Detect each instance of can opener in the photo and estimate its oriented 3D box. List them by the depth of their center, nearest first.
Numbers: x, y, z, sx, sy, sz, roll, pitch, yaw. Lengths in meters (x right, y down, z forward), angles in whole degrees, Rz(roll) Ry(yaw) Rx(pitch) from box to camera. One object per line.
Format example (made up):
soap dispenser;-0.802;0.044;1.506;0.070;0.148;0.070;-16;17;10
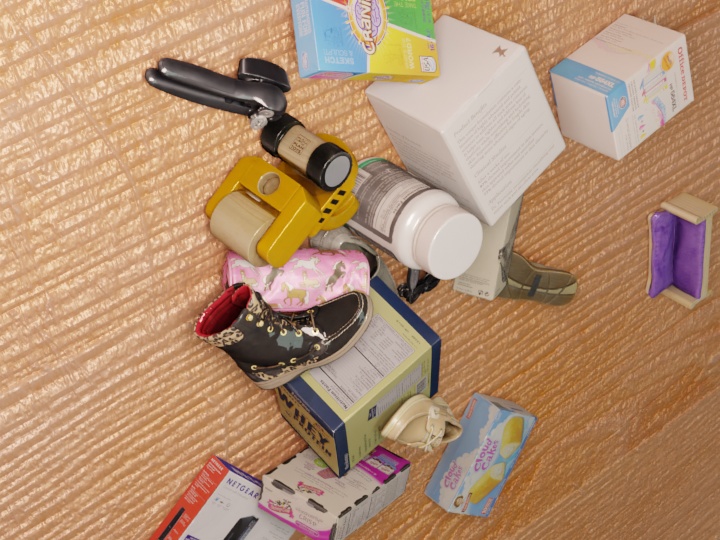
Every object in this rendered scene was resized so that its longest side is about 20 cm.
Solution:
can opener;-0.170;-0.218;1.466;0.199;0.079;0.063;3;151;-39

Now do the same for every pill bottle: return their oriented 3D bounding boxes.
pill bottle;0.065;-0.070;1.643;0.113;0.200;0.114;-21;127;-31

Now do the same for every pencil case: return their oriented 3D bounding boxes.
pencil case;-0.083;0.016;1.605;0.199;0.083;0.087;-2;115;-16

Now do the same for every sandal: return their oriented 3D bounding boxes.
sandal;0.259;0.007;1.956;0.199;0.054;0.081;15;109;-26

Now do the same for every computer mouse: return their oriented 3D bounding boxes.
computer mouse;0.098;-0.049;1.776;0.140;0.046;0.201;-34;145;-58

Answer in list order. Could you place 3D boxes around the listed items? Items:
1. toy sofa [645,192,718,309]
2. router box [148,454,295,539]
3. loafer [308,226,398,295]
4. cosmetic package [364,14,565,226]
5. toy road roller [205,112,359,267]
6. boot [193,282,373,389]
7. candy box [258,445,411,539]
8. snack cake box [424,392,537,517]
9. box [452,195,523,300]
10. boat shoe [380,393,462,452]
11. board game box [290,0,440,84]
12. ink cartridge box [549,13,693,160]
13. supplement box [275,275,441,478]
toy sofa;0.581;-0.030;2.200;0.097;0.083;0.201;-28;130;-28
router box;-0.199;0.386;1.788;0.180;0.049;0.200;-53;136;-3
loafer;0.000;0.000;1.721;0.070;0.070;0.200;-53;136;-3
cosmetic package;0.146;-0.205;1.660;0.167;0.166;0.200;-45;136;-12
toy road roller;-0.085;-0.088;1.565;0.200;0.123;0.146;-52;147;-6
boot;-0.098;0.065;1.540;0.200;0.073;0.151;-30;137;21
candy box;-0.036;0.315;1.788;0.200;0.136;0.061;-24;131;-52
snack cake box;0.207;0.318;2.089;0.115;0.067;0.201;17;102;-46
box;0.197;-0.064;1.835;0.082;0.068;0.201;-41;143;-61
boat shoe;0.094;0.224;1.746;0.072;0.065;0.200;-51;159;13
board game box;0.005;-0.314;1.515;0.199;0.040;0.154;-5;87;-39
ink cartridge box;0.411;-0.291;1.870;0.200;0.125;0.129;-38;133;-17
supplement box;-0.004;0.153;1.715;0.200;0.134;0.200;-39;157;-17
